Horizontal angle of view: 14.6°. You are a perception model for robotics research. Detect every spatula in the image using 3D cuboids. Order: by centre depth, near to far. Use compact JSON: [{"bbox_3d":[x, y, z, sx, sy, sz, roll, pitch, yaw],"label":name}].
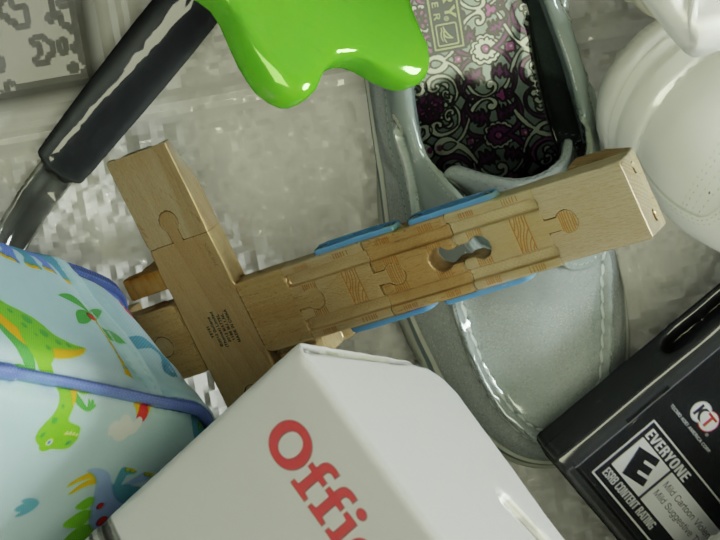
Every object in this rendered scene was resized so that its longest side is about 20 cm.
[{"bbox_3d":[-0.098,-0.016,0.835,0.056,0.021,0.200,35,91,-32],"label":"spatula"}]

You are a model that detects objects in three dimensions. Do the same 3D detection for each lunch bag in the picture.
[{"bbox_3d":[-0.150,0.061,0.759,0.200,0.082,0.161,15,118,-52],"label":"lunch bag"}]

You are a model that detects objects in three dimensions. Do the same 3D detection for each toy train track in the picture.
[{"bbox_3d":[0.000,0.000,0.806,0.200,0.033,0.115,-17,105,34],"label":"toy train track"}]

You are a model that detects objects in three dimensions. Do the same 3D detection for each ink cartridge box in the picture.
[{"bbox_3d":[-0.029,0.137,0.756,0.200,0.084,0.145,-43,69,15],"label":"ink cartridge box"}]

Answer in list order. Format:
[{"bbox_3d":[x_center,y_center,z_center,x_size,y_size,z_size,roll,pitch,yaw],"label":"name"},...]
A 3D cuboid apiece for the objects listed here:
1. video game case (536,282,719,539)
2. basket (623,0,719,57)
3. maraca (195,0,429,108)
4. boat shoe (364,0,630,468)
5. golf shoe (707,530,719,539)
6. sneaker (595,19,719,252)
[{"bbox_3d":[0.181,0.064,0.864,0.181,0.026,0.200,-40,114,2],"label":"video game case"},{"bbox_3d":[0.101,-0.197,0.756,0.200,0.161,0.198,-35,103,1],"label":"basket"},{"bbox_3d":[-0.050,-0.128,0.731,0.200,0.107,0.137,39,59,-12],"label":"maraca"},{"bbox_3d":[0.037,-0.030,0.823,0.070,0.072,0.201,-16,104,-5],"label":"boat shoe"},{"bbox_3d":[0.113,0.099,0.813,0.199,0.075,0.092,-15,102,-17],"label":"golf shoe"},{"bbox_3d":[0.170,-0.068,0.797,0.200,0.089,0.075,-36,146,-4],"label":"sneaker"}]
